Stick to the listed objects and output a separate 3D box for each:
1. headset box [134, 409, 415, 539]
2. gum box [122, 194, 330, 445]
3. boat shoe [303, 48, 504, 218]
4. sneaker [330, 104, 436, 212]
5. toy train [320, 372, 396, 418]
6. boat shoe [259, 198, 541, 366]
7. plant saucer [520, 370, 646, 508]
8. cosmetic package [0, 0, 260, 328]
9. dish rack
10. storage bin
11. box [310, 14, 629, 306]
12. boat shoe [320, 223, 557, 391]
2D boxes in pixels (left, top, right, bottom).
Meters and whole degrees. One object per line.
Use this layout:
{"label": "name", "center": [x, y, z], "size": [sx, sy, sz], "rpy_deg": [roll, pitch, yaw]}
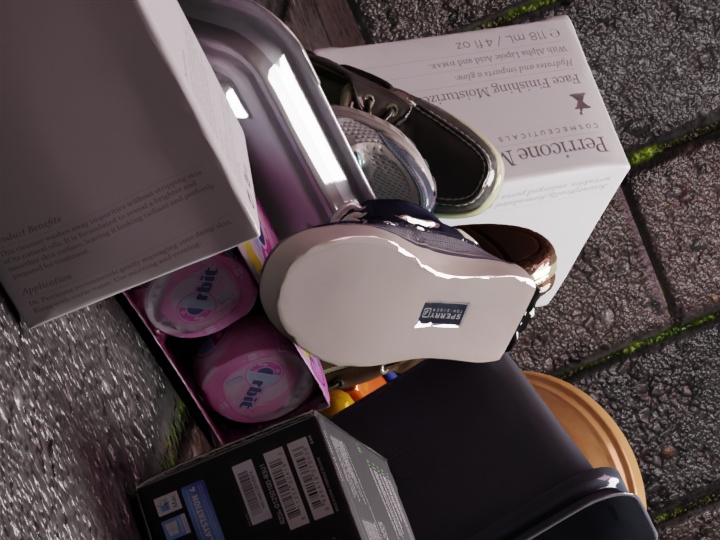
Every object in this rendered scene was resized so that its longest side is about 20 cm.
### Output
{"label": "headset box", "center": [-0.013, 0.172, 1.159], "size": [0.200, 0.092, 0.175], "rpy_deg": [44, 25, -76]}
{"label": "gum box", "center": [-0.088, -0.018, 1.280], "size": [0.114, 0.066, 0.200], "rpy_deg": [-107, 172, -45]}
{"label": "boat shoe", "center": [-0.007, -0.090, 1.554], "size": [0.200, 0.072, 0.066], "rpy_deg": [27, 4, 16]}
{"label": "sneaker", "center": [-0.051, -0.070, 1.490], "size": [0.199, 0.078, 0.086], "rpy_deg": [27, 19, 5]}
{"label": "toy train", "center": [-0.016, 0.085, 1.572], "size": [0.200, 0.084, 0.116], "rpy_deg": [54, 32, -48]}
{"label": "boat shoe", "center": [0.000, 0.000, 1.298], "size": [0.093, 0.075, 0.199], "rpy_deg": [36, 15, 38]}
{"label": "plant saucer", "center": [0.091, 0.165, 1.647], "size": [0.037, 0.199, 0.201], "rpy_deg": [16, 51, -60]}
{"label": "cosmetic package", "center": [-0.128, -0.087, 0.992], "size": [0.081, 0.112, 0.201], "rpy_deg": [-103, 171, -54]}
{"label": "dish rack", "center": [-0.079, -0.077, 1.369], "size": [0.171, 0.044, 0.200], "rpy_deg": [19, -29, 37]}
{"label": "storage bin", "center": [0.044, 0.136, 1.377], "size": [0.135, 0.199, 0.146], "rpy_deg": [61, 2, 27]}
{"label": "box", "center": [0.051, -0.059, 1.720], "size": [0.200, 0.198, 0.131], "rpy_deg": [116, -41, -57]}
{"label": "boat shoe", "center": [0.022, 0.031, 1.492], "size": [0.075, 0.201, 0.075], "rpy_deg": [-116, -166, -54]}
